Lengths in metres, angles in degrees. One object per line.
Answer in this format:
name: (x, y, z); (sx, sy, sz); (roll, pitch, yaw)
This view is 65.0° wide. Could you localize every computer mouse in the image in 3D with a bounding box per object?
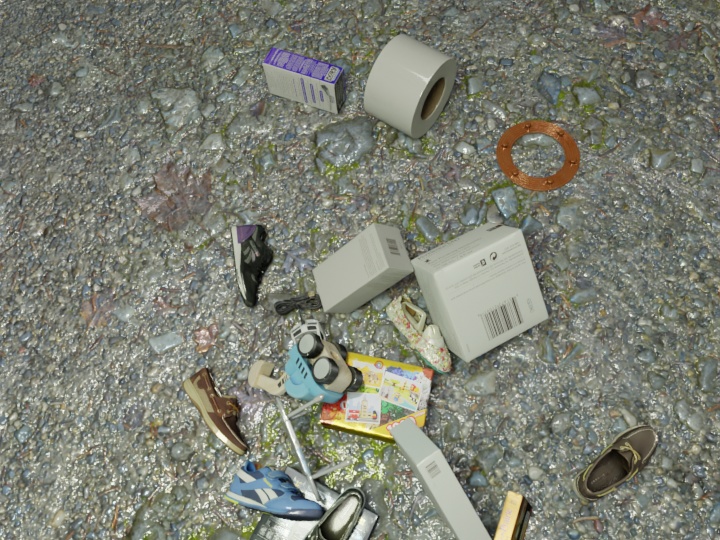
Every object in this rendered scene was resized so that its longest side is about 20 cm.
computer mouse: (-0.113, 0.145, 1.201); (0.109, 0.044, 0.201); (-17, 65, 2)

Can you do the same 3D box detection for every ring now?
ring: (0.429, -0.282, 1.364); (0.199, 0.019, 0.202); (-2, 67, 4)

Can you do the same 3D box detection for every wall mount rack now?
wall mount rack: (-0.084, 0.304, 1.013); (0.074, 0.174, 0.201); (-22, 76, -16)

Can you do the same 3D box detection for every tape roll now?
tape roll: (0.119, -0.437, 1.350); (0.139, 0.203, 0.203); (32, 72, 15)

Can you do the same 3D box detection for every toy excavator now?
toy excavator: (-0.123, 0.206, 1.098); (0.200, 0.100, 0.195); (-47, 49, 11)

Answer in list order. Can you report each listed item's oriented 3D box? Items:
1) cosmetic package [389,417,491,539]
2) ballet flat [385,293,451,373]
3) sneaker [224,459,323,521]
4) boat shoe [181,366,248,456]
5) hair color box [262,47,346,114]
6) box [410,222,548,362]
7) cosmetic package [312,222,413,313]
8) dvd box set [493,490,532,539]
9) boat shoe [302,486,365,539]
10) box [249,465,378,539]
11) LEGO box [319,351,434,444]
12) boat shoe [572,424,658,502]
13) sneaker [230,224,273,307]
cosmetic package: (0.136, 0.372, 0.985); (0.052, 0.151, 0.201); (-32, 103, -11)
ballet flat: (0.122, 0.122, 1.153); (0.200, 0.075, 0.064); (46, 118, 35)
sneaker: (-0.154, 0.399, 1.022); (0.199, 0.074, 0.083); (5, 59, 26)
boat shoe: (-0.279, 0.279, 1.141); (0.072, 0.072, 0.200); (-39, 64, -11)
hair color box: (-0.139, -0.480, 1.433); (0.199, 0.109, 0.065); (22, 68, 12)
box: (0.236, 0.038, 1.128); (0.198, 0.131, 0.201); (-26, 107, -11)
cosmetic package: (0.000, 0.000, 1.175); (0.200, 0.085, 0.108); (-35, 62, 37)
dvd box set: (0.249, 0.493, 0.975); (0.029, 0.146, 0.201); (12, 66, 29)
boat shoe: (-0.062, 0.467, 0.988); (0.072, 0.071, 0.201); (28, 71, 15)
box: (-0.086, 0.483, 1.050); (0.199, 0.051, 0.158); (23, 70, 13)
LEGO box: (0.035, 0.255, 1.126); (0.199, 0.077, 0.150); (10, 68, 8)
boat shoe: (0.488, 0.359, 1.063); (0.199, 0.060, 0.072); (-32, 68, -10)
sneaker: (-0.236, -0.019, 1.264); (0.087, 0.076, 0.201); (-9, 67, -7)
